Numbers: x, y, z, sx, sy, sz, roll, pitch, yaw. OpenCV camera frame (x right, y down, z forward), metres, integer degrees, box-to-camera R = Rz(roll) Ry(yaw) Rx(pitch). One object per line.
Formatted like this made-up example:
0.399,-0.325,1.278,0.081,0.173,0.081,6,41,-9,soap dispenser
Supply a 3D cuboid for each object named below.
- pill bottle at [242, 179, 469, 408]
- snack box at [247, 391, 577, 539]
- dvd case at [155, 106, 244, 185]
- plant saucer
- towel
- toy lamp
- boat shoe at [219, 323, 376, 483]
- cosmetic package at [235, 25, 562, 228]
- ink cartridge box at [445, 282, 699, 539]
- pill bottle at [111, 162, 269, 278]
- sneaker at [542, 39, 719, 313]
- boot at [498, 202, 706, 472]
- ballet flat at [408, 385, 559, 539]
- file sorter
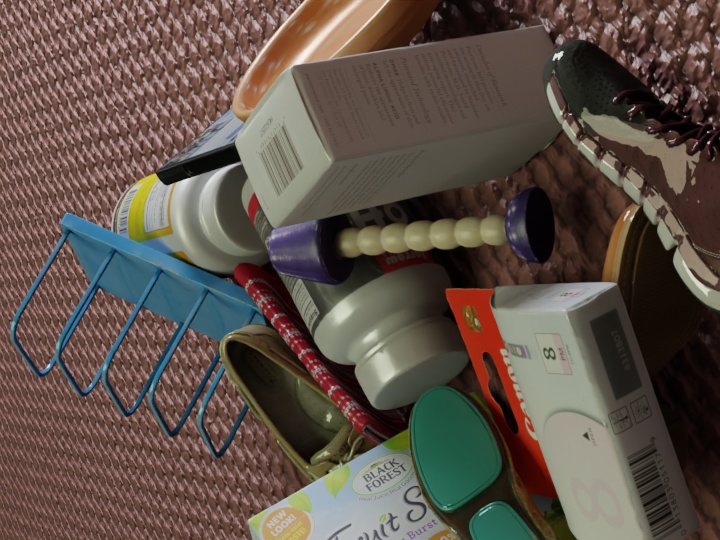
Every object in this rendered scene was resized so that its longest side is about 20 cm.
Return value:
0.000,0.000,1.198,0.200,0.111,0.111,61,146,22,pill bottle
0.047,0.203,1.133,0.169,0.200,0.068,50,158,36,snack box
-0.069,-0.126,1.248,0.018,0.143,0.200,54,153,-16,dvd case
-0.007,-0.169,1.107,0.037,0.200,0.200,44,155,-19,plant saucer
-0.018,0.080,1.279,0.200,0.022,0.145,49,-175,37,towel
0.030,-0.022,1.084,0.200,0.058,0.058,-5,99,29,toy lamp
-0.038,0.125,1.285,0.201,0.073,0.063,49,-174,4,boat shoe
0.032,-0.095,1.033,0.102,0.200,0.074,-43,67,55,cosmetic package
0.115,0.091,1.008,0.200,0.057,0.163,-5,108,59,ink cartridge box
-0.138,-0.045,1.417,0.200,0.109,0.109,-9,95,59,pill bottle
0.198,-0.081,0.912,0.200,0.076,0.116,53,139,14,sneaker
0.150,0.033,1.039,0.155,0.077,0.200,30,135,54,boot
0.090,0.165,1.075,0.200,0.071,0.071,-120,33,-42,ballet flat
-0.189,0.062,1.406,0.200,0.123,0.139,23,159,13,file sorter
